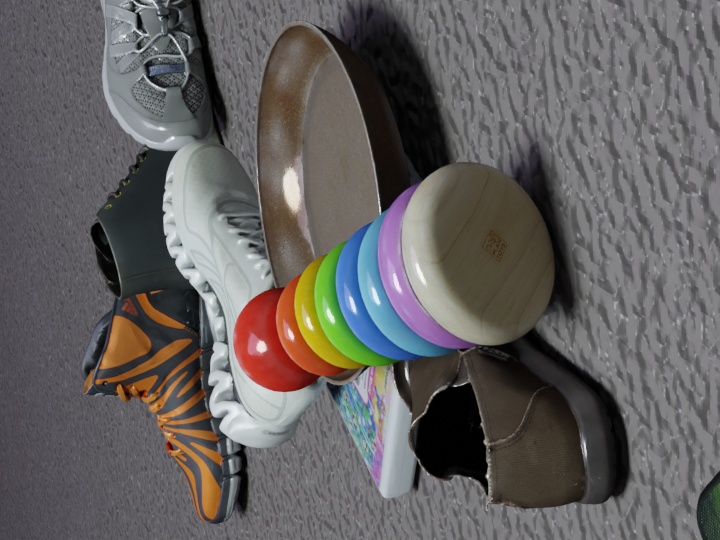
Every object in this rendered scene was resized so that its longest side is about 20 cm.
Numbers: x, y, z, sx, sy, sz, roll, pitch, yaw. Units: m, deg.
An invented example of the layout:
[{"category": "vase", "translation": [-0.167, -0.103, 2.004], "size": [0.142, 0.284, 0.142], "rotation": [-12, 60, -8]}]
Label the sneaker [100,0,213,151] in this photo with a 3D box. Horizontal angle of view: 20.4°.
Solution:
[{"category": "sneaker", "translation": [-0.154, -0.177, 1.448], "size": [0.082, 0.074, 0.201], "rotation": [107, 148, -56]}]

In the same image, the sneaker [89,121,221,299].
[{"category": "sneaker", "translation": [-0.155, -0.066, 1.460], "size": [0.075, 0.105, 0.201], "rotation": [100, 153, -45]}]

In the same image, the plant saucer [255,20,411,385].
[{"category": "plant saucer", "translation": [-0.013, -0.039, 1.111], "size": [0.200, 0.032, 0.202], "rotation": [171, 90, -70]}]

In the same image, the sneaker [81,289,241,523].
[{"category": "sneaker", "translation": [-0.156, 0.103, 1.540], "size": [0.077, 0.111, 0.202], "rotation": [-164, 65, -69]}]

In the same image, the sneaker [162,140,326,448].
[{"category": "sneaker", "translation": [-0.066, 0.004, 1.239], "size": [0.081, 0.075, 0.202], "rotation": [-43, 59, 51]}]

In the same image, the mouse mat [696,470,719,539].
[{"category": "mouse mat", "translation": [0.185, 0.144, 0.734], "size": [0.161, 0.007, 0.202], "rotation": [112, 144, -57]}]

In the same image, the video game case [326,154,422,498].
[{"category": "video game case", "translation": [0.000, 0.000, 1.174], "size": [0.183, 0.023, 0.201], "rotation": [-120, 28, -44]}]

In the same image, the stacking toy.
[{"category": "stacking toy", "translation": [0.004, 0.014, 0.988], "size": [0.199, 0.085, 0.086], "rotation": [-23, 77, 51]}]

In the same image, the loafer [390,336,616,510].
[{"category": "loafer", "translation": [0.052, 0.063, 0.977], "size": [0.200, 0.070, 0.074], "rotation": [-153, 56, -67]}]
